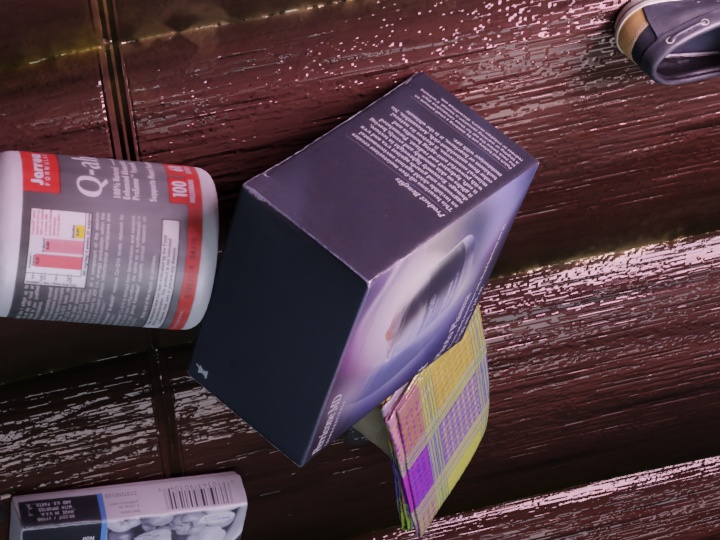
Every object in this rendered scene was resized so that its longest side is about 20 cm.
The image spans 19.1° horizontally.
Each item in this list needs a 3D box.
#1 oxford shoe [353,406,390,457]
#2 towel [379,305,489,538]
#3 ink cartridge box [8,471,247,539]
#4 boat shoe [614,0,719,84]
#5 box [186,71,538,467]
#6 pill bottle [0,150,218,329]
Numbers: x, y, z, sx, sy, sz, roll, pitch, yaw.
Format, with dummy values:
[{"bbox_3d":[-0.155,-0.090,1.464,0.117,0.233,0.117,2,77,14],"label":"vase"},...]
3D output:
[{"bbox_3d":[0.012,0.105,1.774,0.075,0.071,0.200,6,150,19],"label":"oxford shoe"},{"bbox_3d":[0.064,0.116,1.762,0.023,0.144,0.200,21,149,24],"label":"towel"},{"bbox_3d":[-0.208,0.258,1.871,0.198,0.043,0.200,-6,141,-16],"label":"ink cartridge box"},{"bbox_3d":[0.283,-0.170,1.540,0.200,0.062,0.075,-8,139,-15],"label":"boat shoe"},{"bbox_3d":[0.000,0.000,1.512,0.198,0.123,0.200,-35,156,-40],"label":"box"},{"bbox_3d":[-0.205,-0.022,1.472,0.200,0.116,0.116,5,137,-16],"label":"pill bottle"}]
